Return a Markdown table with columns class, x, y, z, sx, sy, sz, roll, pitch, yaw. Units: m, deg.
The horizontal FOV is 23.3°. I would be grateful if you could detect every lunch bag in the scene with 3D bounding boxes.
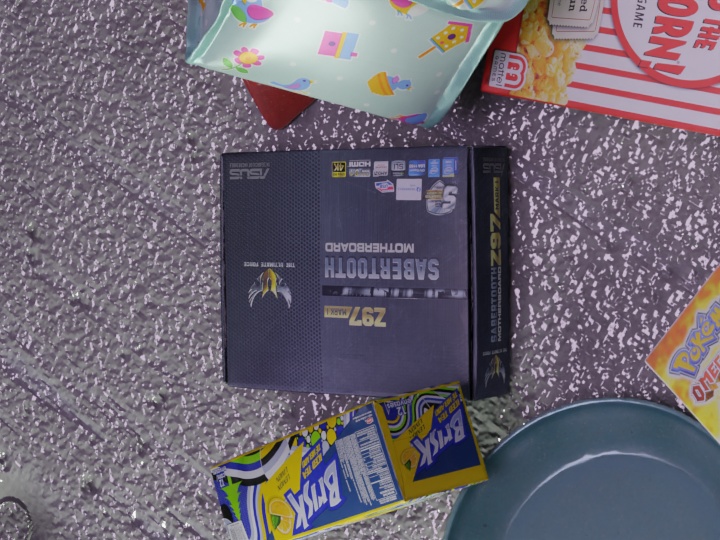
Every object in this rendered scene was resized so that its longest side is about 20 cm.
| class | x | y | z | sx | sy | sz | roll | pitch | yaw |
| --- | --- | --- | --- | --- | --- | --- | --- | --- | --- |
| lunch bag | 0.008 | -0.191 | 0.993 | 0.200 | 0.170 | 0.122 | 129 | 147 | -46 |

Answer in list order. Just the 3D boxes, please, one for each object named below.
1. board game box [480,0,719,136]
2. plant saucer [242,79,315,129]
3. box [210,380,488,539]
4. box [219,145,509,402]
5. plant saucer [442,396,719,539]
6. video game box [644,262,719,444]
| class | x | y | z | sx | sy | sz | roll | pitch | yaw |
| --- | --- | --- | --- | --- | --- | --- | --- | --- | --- |
| board game box | 0.176 | -0.160 | 0.998 | 0.199 | 0.046 | 0.152 | 14 | 100 | 33 |
| plant saucer | -0.045 | -0.229 | 1.153 | 0.200 | 0.037 | 0.200 | -38 | 72 | 29 |
| box | -0.012 | 0.127 | 1.091 | 0.200 | 0.070 | 0.065 | -27 | 76 | 52 |
| box | 0.000 | 0.000 | 1.123 | 0.199 | 0.051 | 0.159 | 2 | 94 | 35 |
| plant saucer | 0.142 | 0.173 | 1.008 | 0.199 | 0.036 | 0.201 | -12 | 63 | 24 |
| video game box | 0.268 | 0.033 | 0.910 | 0.200 | 0.047 | 0.182 | -56 | 46 | 20 |
